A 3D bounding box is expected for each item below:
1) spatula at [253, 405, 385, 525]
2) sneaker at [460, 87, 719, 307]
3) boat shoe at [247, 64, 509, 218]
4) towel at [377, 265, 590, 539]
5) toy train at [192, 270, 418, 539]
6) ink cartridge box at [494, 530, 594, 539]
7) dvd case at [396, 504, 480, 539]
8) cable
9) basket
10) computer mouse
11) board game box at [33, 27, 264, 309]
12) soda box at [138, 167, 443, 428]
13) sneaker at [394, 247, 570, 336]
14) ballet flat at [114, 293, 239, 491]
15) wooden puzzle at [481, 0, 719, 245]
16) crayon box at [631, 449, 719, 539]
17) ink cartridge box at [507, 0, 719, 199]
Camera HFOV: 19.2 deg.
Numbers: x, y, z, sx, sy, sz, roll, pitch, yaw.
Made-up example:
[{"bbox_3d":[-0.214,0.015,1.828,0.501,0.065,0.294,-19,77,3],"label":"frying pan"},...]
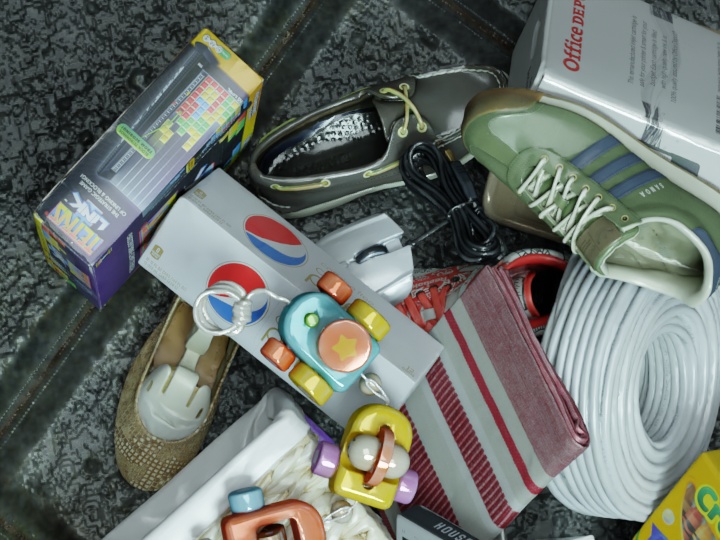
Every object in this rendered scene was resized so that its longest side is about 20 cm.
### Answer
[{"bbox_3d":[-0.001,0.171,1.512,0.200,0.021,0.057,40,85,-2],"label":"spatula"},{"bbox_3d":[0.153,-0.043,1.369,0.199,0.067,0.090,26,40,-9],"label":"sneaker"},{"bbox_3d":[0.016,-0.096,1.507,0.200,0.061,0.072,-24,71,2],"label":"boat shoe"},{"bbox_3d":[0.069,0.112,1.435,0.023,0.200,0.145,0,53,-38],"label":"towel"},{"bbox_3d":[-0.037,0.102,1.337,0.149,0.056,0.202,-8,93,-14],"label":"toy train"},{"bbox_3d":[0.128,0.248,1.469,0.067,0.116,0.202,-11,85,-13],"label":"ink cartridge box"},{"bbox_3d":[0.081,0.272,1.411,0.025,0.150,0.202,-20,120,-35],"label":"dvd case"},{"bbox_3d":[0.190,0.074,1.470,0.069,0.200,0.201,8,61,34],"label":"cable"},{"bbox_3d":[-0.086,0.193,1.433,0.200,0.136,0.124,-41,97,-2],"label":"basket"},{"bbox_3d":[0.000,0.000,1.473,0.200,0.044,0.110,-37,61,17],"label":"computer mouse"},{"bbox_3d":[-0.141,-0.063,1.433,0.057,0.200,0.166,40,80,2],"label":"board game box"},{"bbox_3d":[-0.046,0.023,1.424,0.200,0.068,0.064,38,118,4],"label":"soda box"},{"bbox_3d":[0.059,0.024,1.494,0.200,0.108,0.068,-8,84,-8],"label":"sneaker"},{"bbox_3d":[-0.119,0.057,1.489,0.070,0.065,0.201,21,81,-6],"label":"ballet flat"},{"bbox_3d":[0.199,-0.097,1.562,0.198,0.046,0.187,18,81,-9],"label":"wooden puzzle"},{"bbox_3d":[0.243,0.209,1.430,0.051,0.201,0.126,-4,47,-42],"label":"crayon box"},{"bbox_3d":[0.202,-0.107,1.462,0.199,0.084,0.146,22,38,-7],"label":"ink cartridge box"}]
